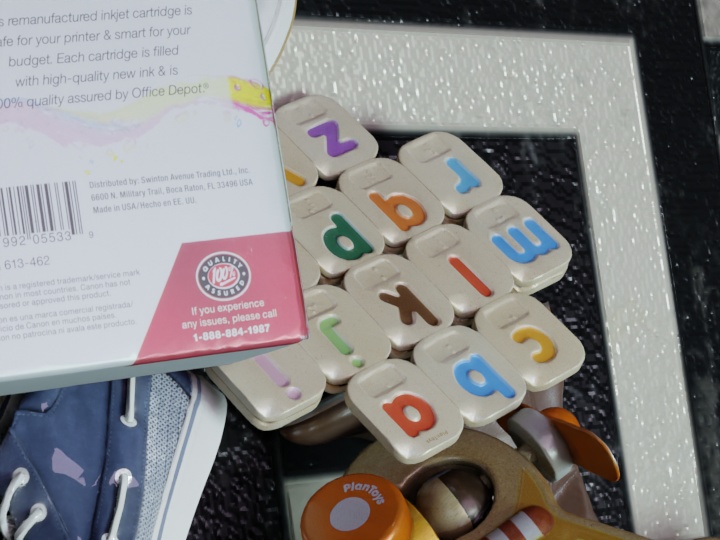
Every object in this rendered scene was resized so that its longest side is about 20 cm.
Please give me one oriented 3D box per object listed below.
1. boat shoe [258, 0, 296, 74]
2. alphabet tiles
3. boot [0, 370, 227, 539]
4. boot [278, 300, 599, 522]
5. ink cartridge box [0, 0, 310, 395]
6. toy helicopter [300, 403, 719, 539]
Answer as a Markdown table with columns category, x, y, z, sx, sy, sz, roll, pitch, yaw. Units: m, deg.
| category | x | y | z | sx | sy | sz | roll | pitch | yaw |
| --- | --- | --- | --- | --- | --- | --- | --- | --- | --- |
| boat shoe | -0.099 | -0.077 | 0.981 | 0.069 | 0.071 | 0.200 | 48 | 56 | -21 |
| alphabet tiles | 0.000 | 0.000 | 1.011 | 0.199 | 0.015 | 0.196 | -26 | 59 | -37 |
| boot | -0.125 | 0.119 | 0.924 | 0.090 | 0.073 | 0.201 | 28 | 56 | -22 |
| boot | 0.053 | 0.130 | 1.063 | 0.186 | 0.064 | 0.201 | -17 | 94 | -37 |
| ink cartridge box | -0.113 | -0.058 | 0.888 | 0.145 | 0.083 | 0.201 | -6 | 84 | -25 |
| toy helicopter | 0.081 | 0.111 | 0.949 | 0.133 | 0.199 | 0.079 | -56 | 144 | -34 |
